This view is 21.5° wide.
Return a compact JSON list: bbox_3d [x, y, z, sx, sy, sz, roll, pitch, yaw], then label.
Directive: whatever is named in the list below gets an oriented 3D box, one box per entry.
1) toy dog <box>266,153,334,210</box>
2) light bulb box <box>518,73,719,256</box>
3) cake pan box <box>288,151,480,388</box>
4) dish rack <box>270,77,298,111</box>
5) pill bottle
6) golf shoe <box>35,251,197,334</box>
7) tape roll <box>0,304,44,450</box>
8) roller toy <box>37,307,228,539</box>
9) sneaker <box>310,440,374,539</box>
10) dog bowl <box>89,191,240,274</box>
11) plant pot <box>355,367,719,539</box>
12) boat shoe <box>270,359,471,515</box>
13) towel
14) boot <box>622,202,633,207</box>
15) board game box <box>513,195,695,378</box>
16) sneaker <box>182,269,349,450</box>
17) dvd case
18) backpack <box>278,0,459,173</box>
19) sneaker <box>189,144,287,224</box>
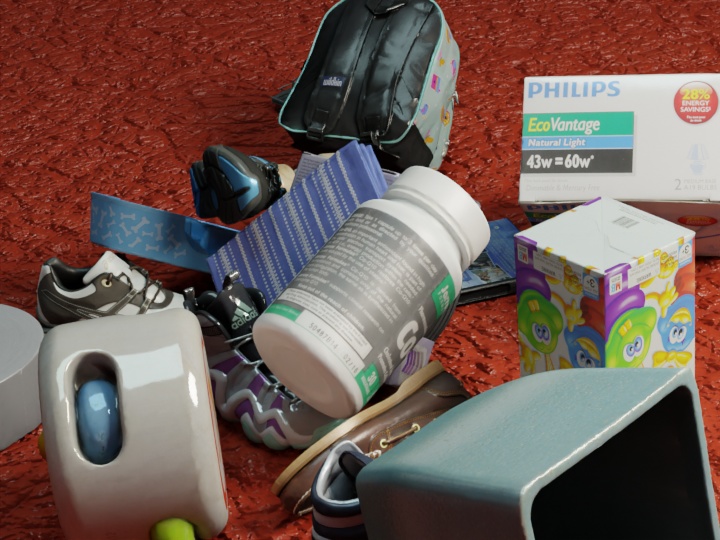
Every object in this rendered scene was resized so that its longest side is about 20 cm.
[{"bbox_3d":[-0.027,-0.049,1.907,0.130,0.097,0.200,-4,21,-14],"label":"toy dog"},{"bbox_3d":[0.260,-0.097,1.805,0.196,0.126,0.200,0,-13,14],"label":"light bulb box"},{"bbox_3d":[0.000,0.000,1.716,0.199,0.186,0.052,14,-5,39],"label":"cake pan box"},{"bbox_3d":[-0.011,-0.222,2.318,0.152,0.055,0.199,-21,29,-31],"label":"dish rack"},{"bbox_3d":[0.012,0.015,1.564,0.113,0.114,0.200,20,59,43],"label":"pill bottle"},{"bbox_3d":[-0.215,0.030,1.790,0.198,0.095,0.078,0,25,9],"label":"golf shoe"},{"bbox_3d":[-0.379,0.101,1.707,0.198,0.067,0.201,-4,26,2],"label":"tape roll"},{"bbox_3d":[-0.182,0.125,1.476,0.138,0.184,0.200,-8,26,-3],"label":"roller toy"},{"bbox_3d":[0.038,0.167,1.429,0.070,0.110,0.199,19,35,41],"label":"sneaker"},{"bbox_3d":[-0.182,-0.031,1.862,0.199,0.050,0.111,15,0,-43],"label":"dog bowl"},{"bbox_3d":[0.110,0.182,1.303,0.199,0.198,0.195,6,26,44],"label":"plant pot"},{"bbox_3d":[0.018,0.145,1.530,0.199,0.071,0.070,-32,75,-32],"label":"boat shoe"},{"bbox_3d":[-0.044,-0.008,1.710,0.024,0.199,0.146,21,39,-52],"label":"towel"},{"bbox_3d":[0.232,-0.018,1.739,0.077,0.140,0.200,-8,25,-4],"label":"boot"},{"bbox_3d":[0.195,0.061,1.507,0.102,0.202,0.105,-23,31,-32],"label":"board game box"},{"bbox_3d":[-0.091,0.067,1.628,0.199,0.141,0.077,17,33,40],"label":"sneaker"},{"bbox_3d":[0.080,-0.001,1.877,0.198,0.018,0.143,-11,27,-14],"label":"dvd case"},{"bbox_3d":[0.024,-0.207,2.113,0.174,0.153,0.202,6,72,28],"label":"backpack"},{"bbox_3d":[-0.108,-0.087,1.790,0.081,0.074,0.200,-10,7,-13],"label":"sneaker"}]
